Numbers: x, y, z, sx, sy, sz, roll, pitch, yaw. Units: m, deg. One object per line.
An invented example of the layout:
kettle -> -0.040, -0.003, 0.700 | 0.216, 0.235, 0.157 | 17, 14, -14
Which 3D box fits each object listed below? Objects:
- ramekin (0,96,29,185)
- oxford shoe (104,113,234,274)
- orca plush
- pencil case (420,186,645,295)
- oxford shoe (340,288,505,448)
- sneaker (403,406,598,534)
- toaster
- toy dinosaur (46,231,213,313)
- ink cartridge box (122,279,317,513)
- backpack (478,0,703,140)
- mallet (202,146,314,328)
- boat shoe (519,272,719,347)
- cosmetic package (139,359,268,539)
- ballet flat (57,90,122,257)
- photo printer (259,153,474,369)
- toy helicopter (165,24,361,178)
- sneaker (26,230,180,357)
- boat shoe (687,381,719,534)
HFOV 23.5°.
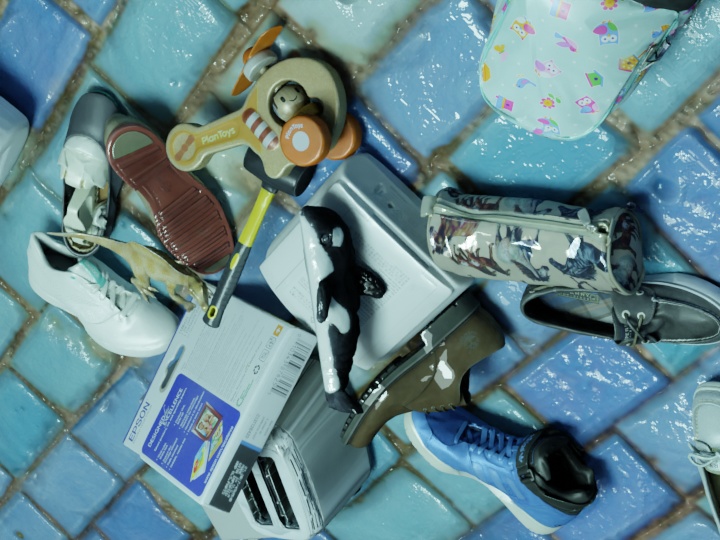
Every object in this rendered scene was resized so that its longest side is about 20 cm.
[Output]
ramekin -> -0.432, -0.109, 1.808 | 0.098, 0.201, 0.201 | 34, 137, -3
oxford shoe -> -0.193, -0.083, 1.765 | 0.200, 0.070, 0.075 | 59, 179, -32
orca plush -> -0.009, 0.033, 1.606 | 0.071, 0.105, 0.201 | -9, 96, -3
pencil case -> 0.152, -0.030, 1.541 | 0.199, 0.078, 0.090 | 8, 145, 31
oxford shoe -> 0.060, 0.115, 1.678 | 0.084, 0.073, 0.200 | 46, 111, -1
sneaker -> 0.144, 0.176, 1.709 | 0.200, 0.077, 0.111 | 39, 143, -3
toaster -> -0.070, 0.195, 1.838 | 0.113, 0.129, 0.201 | 4, 125, 33
toy dinosaur -> -0.220, -0.008, 1.804 | 0.199, 0.058, 0.101 | 24, 164, 22
ink cartridge box -> -0.148, 0.126, 1.779 | 0.047, 0.198, 0.200 | 27, 179, -32
backpack -> 0.172, -0.203, 1.358 | 0.167, 0.127, 0.200 | 33, 139, 4
mallet -> -0.118, -0.039, 1.699 | 0.066, 0.041, 0.200 | 37, 110, 14
boat shoe -> 0.235, 0.037, 1.546 | 0.199, 0.066, 0.070 | 15, 131, 26
cosmetic package -> -0.145, 0.197, 1.924 | 0.107, 0.085, 0.200 | -8, 119, 39
ballet flat -> -0.283, -0.092, 1.803 | 0.073, 0.073, 0.200 | 27, 134, 15
photo printer -> 0.000, 0.000, 1.678 | 0.166, 0.069, 0.200 | 43, 137, -1
toy helicopter -> -0.103, -0.147, 1.625 | 0.199, 0.079, 0.133 | -16, 91, 30
sneaker -> -0.284, 0.022, 1.881 | 0.199, 0.075, 0.089 | 27, 147, 17
boat shoe -> 0.346, 0.193, 1.592 | 0.074, 0.065, 0.203 | 2, 124, 33
